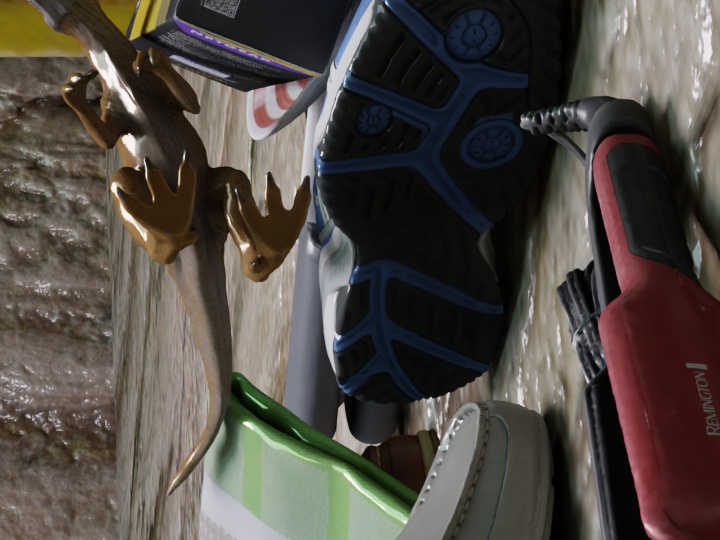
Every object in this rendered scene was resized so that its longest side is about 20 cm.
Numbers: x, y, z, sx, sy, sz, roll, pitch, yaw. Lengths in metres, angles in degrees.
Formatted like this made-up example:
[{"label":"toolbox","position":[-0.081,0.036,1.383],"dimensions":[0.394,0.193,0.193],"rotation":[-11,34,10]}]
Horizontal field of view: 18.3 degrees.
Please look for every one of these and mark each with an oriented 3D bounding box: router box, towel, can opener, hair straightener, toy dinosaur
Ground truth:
[{"label":"router box","position":[-0.015,-0.162,0.745],"dimensions":[0.157,0.052,0.201],"rotation":[-170,100,-78]},{"label":"towel","position":[-0.015,0.153,0.803],"dimensions":[0.149,0.031,0.201],"rotation":[29,127,37]},{"label":"can opener","position":[0.000,0.000,0.872],"dimensions":[0.200,0.052,0.067],"rotation":[99,166,-45]},{"label":"hair straightener","position":[0.061,0.025,0.538],"dimensions":[0.200,0.041,0.077],"rotation":[-103,16,-53]},{"label":"toy dinosaur","position":[-0.057,-0.014,0.749],"dimensions":[0.106,0.060,0.201],"rotation":[20,129,69]}]

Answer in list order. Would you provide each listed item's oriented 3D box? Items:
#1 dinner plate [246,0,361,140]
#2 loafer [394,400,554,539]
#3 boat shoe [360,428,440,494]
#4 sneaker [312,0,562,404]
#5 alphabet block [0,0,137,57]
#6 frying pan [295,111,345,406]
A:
[{"label":"dinner plate","position":[0.007,-0.136,0.786],"dimensions":[0.200,0.024,0.201],"rotation":[-160,90,-78]},{"label":"loafer","position":[0.002,0.123,0.657],"dimensions":[0.200,0.070,0.070],"rotation":[-67,6,-24]},{"label":"boat shoe","position":[-0.004,0.128,0.852],"dimensions":[0.200,0.067,0.072],"rotation":[104,163,-55]},{"label":"sneaker","position":[0.014,-0.043,0.716],"dimensions":[0.200,0.075,0.077],"rotation":[103,160,-49]},{"label":"alphabet block","position":[-0.126,-0.218,1.215],"dimensions":[0.200,0.195,0.197],"rotation":[-136,45,-76]},{"label":"frying pan","position":[-0.018,-0.019,1.044],"dimensions":[0.115,0.031,0.191],"rotation":[109,162,-63]}]
